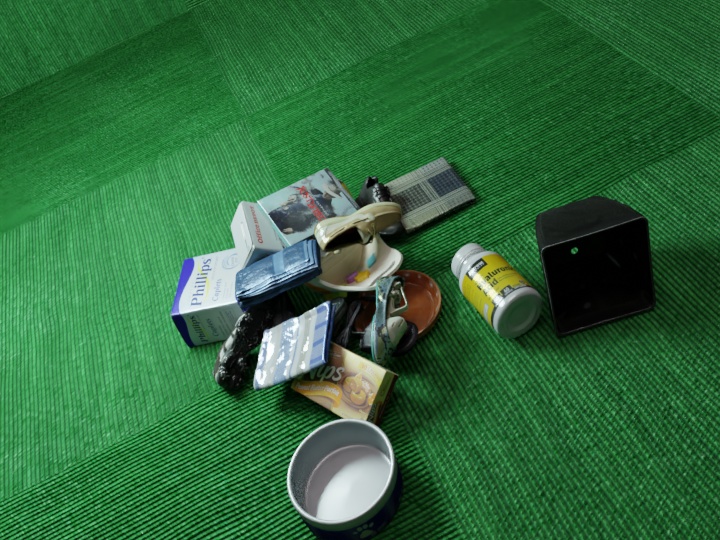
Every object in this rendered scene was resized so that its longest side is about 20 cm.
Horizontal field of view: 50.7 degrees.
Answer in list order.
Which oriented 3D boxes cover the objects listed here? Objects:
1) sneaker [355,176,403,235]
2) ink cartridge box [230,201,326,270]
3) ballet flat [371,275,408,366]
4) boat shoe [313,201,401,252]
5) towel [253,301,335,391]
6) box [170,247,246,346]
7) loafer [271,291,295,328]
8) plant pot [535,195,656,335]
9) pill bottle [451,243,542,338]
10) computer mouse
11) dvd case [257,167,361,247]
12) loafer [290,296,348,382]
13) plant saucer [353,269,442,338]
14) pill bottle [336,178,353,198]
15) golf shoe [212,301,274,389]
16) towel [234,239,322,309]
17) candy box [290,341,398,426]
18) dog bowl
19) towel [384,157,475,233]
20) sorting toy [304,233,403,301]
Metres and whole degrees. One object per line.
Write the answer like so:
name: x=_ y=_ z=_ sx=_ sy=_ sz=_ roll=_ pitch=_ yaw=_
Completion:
sneaker: x=0.046 y=-0.153 z=1.801 sx=0.074 sy=0.093 sz=0.201 roll=-2 pitch=35 yaw=-31
ink cartridge box: x=-0.185 y=-0.067 z=1.732 sx=0.196 sy=0.084 sz=0.149 roll=8 pitch=45 yaw=-32
ballet flat: x=0.059 y=0.088 z=1.457 sx=0.072 sy=0.075 sz=0.204 roll=-8 pitch=50 yaw=14
boat shoe: x=0.001 y=-0.086 z=1.619 sx=0.195 sy=0.075 sz=0.067 roll=-19 pitch=52 yaw=-2
towel: x=-0.133 y=0.151 z=1.511 sx=0.197 sy=0.024 sz=0.150 roll=-25 pitch=42 yaw=34
box: x=-0.314 y=0.055 z=1.742 sx=0.194 sy=0.106 sz=0.187 roll=-12 pitch=42 yaw=11
loafer: x=-0.180 y=0.097 z=1.670 sx=0.071 sy=0.074 sz=0.202 roll=-27 pitch=41 yaw=0
plant pot: x=0.432 y=-0.029 z=1.464 sx=0.195 sy=0.203 sz=0.179 roll=-17 pitch=30 yaw=4
pill bottle: x=0.265 y=0.033 z=1.518 sx=0.110 sy=0.113 sz=0.201 roll=-29 pitch=42 yaw=-9
computer mouse: x=0.047 y=0.114 z=1.531 sx=0.196 sy=0.046 sz=0.143 roll=-5 pitch=52 yaw=36
dvd case: x=-0.115 y=-0.142 z=1.717 sx=0.197 sy=0.022 sz=0.147 roll=-27 pitch=65 yaw=-26
loafer: x=-0.093 y=0.144 z=1.577 sx=0.200 sy=0.063 sz=0.071 roll=-46 pitch=27 yaw=-13
plant saucer: x=0.078 y=0.083 z=1.605 sx=0.195 sy=0.033 sz=0.204 roll=-12 pitch=44 yaw=12
pill bottle: x=-0.053 y=-0.127 z=1.812 sx=0.107 sy=0.111 sz=0.202 roll=-24 pitch=42 yaw=-4
golf shoe: x=-0.259 y=0.150 z=1.621 sx=0.094 sy=0.077 sz=0.203 roll=2 pitch=58 yaw=57
towel: x=-0.176 y=0.002 z=1.605 sx=0.196 sy=0.049 sz=0.113 roll=-24 pitch=36 yaw=9
candy box: x=-0.033 y=0.215 z=1.467 sx=0.197 sy=0.055 sz=0.118 roll=22 pitch=85 yaw=38
dog bowl: x=-0.026 y=0.366 z=1.325 sx=0.194 sy=0.080 sz=0.203 roll=-11 pitch=43 yaw=11
towel: x=0.158 y=-0.180 z=1.845 sx=0.196 sy=0.035 sz=0.194 roll=-24 pitch=45 yaw=-6
sorting toy: x=0.000 y=0.000 z=1.622 sx=0.199 sy=0.109 sz=0.178 roll=-41 pitch=27 yaw=-28
